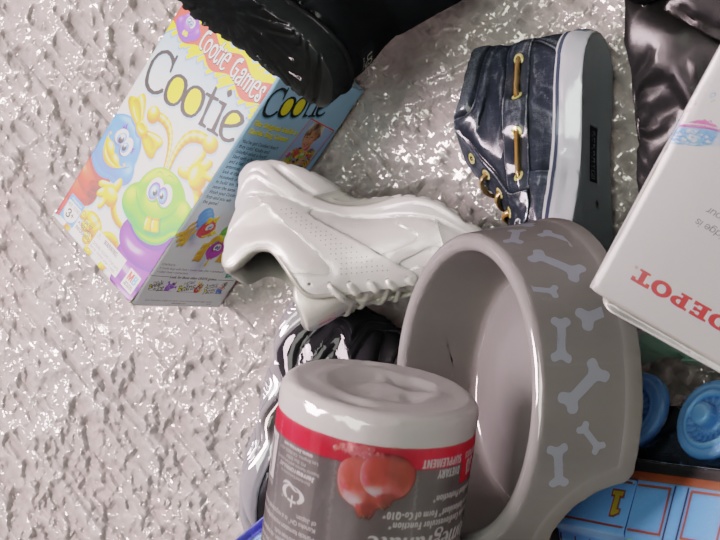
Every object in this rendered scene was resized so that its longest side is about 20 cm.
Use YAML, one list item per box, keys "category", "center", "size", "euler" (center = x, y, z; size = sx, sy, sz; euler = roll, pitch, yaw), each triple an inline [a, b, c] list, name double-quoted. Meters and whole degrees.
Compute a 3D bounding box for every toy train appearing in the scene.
- category: "toy train"
  center: [0.165, 0.124, 0.778]
  size: [0.199, 0.086, 0.115]
  euler: [-1, 63, 53]

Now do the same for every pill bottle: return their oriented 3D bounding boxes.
- category: "pill bottle"
  center: [-0.002, 0.159, 0.750]
  size: [0.110, 0.110, 0.203]
  euler: [14, 103, 30]

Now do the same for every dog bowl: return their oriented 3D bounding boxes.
- category: "dog bowl"
  center: [0.081, 0.068, 0.780]
  size: [0.200, 0.058, 0.203]
  euler: [-178, 90, -66]

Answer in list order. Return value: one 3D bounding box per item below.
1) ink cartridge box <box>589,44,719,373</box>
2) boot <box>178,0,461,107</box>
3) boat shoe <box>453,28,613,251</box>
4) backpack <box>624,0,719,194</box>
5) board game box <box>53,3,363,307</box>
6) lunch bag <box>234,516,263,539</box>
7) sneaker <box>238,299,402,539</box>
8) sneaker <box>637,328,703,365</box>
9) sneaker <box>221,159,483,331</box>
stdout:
- category: "ink cartridge box"
  center: [0.222, -0.045, 0.658]
  size: [0.144, 0.085, 0.201]
  euler: [30, 121, 11]
- category: "boot"
  center: [-0.031, -0.215, 0.896]
  size: [0.200, 0.168, 0.077]
  euler: [40, 151, 14]
- category: "boat shoe"
  center: [0.108, -0.050, 0.866]
  size: [0.090, 0.071, 0.203]
  euler: [-1, 78, 33]
- category: "backpack"
  center: [0.254, -0.101, 0.743]
  size: [0.198, 0.126, 0.169]
  euler: [-3, 107, 30]
- category: "board game box"
  center: [-0.110, -0.084, 0.973]
  size: [0.103, 0.105, 0.201]
  euler: [44, 109, 25]
- category: "lunch bag"
  center: [-0.025, 0.233, 0.906]
  size: [0.151, 0.094, 0.200]
  euler: [45, 125, -8]
- category: "sneaker"
  center: [-0.012, 0.117, 0.926]
  size: [0.113, 0.075, 0.203]
  euler: [14, 96, 30]
- category: "sneaker"
  center: [0.226, 0.058, 0.789]
  size: [0.199, 0.073, 0.119]
  euler: [-23, 85, 33]
- category: "sneaker"
  center: [0.000, 0.000, 0.894]
  size: [0.198, 0.078, 0.100]
  euler: [14, 69, 17]
